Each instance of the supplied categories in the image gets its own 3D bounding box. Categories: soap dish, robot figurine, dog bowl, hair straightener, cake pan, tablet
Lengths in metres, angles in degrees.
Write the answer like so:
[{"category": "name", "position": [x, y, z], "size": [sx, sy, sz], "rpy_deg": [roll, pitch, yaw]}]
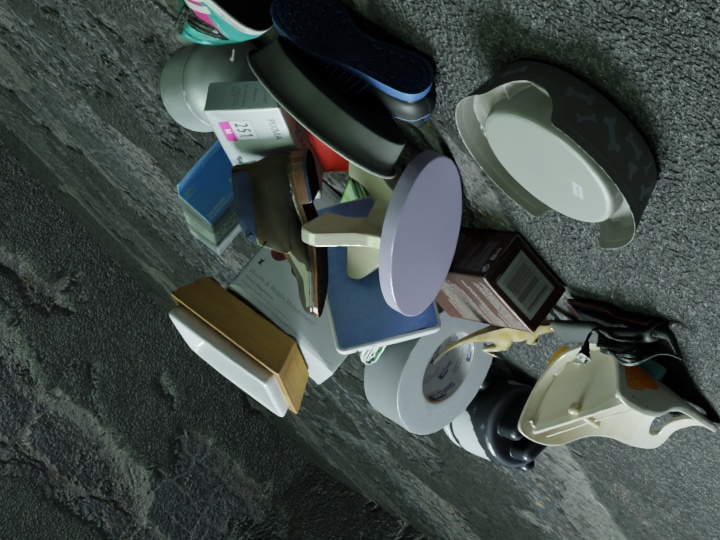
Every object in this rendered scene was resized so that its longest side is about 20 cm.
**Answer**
[{"category": "soap dish", "position": [-0.163, 0.103, 1.894], "size": [0.199, 0.081, 0.158], "rpy_deg": [35, 164, 21]}, {"category": "robot figurine", "position": [-0.177, -0.229, 1.681], "size": [0.171, 0.112, 0.200], "rpy_deg": [60, 160, -15]}, {"category": "dog bowl", "position": [0.181, -0.107, 1.237], "size": [0.199, 0.059, 0.200], "rpy_deg": [38, 166, 11]}, {"category": "hair straightener", "position": [0.278, 0.082, 1.514], "size": [0.041, 0.077, 0.199], "rpy_deg": [50, 163, -29]}, {"category": "robot figurine", "position": [0.201, 0.221, 2.025], "size": [0.124, 0.152, 0.199], "rpy_deg": [2, -174, -30]}, {"category": "cake pan", "position": [-0.030, -0.175, 1.417], "size": [0.200, 0.037, 0.201], "rpy_deg": [37, -164, -13]}, {"category": "tablet", "position": [0.015, -0.001, 1.656], "size": [0.014, 0.129, 0.202], "rpy_deg": [78, 179, -61]}]

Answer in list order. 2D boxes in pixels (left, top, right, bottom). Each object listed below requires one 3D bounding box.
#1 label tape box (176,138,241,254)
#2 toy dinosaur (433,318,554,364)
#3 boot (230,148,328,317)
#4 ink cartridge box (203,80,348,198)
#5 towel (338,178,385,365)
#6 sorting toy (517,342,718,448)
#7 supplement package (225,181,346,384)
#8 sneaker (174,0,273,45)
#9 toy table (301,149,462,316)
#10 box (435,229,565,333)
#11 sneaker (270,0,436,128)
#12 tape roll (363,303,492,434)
[{"category": "label tape box", "position": [-0.189, -0.122, 1.968], "size": [0.066, 0.144, 0.200], "rpy_deg": [38, 166, 8]}, {"category": "toy dinosaur", "position": [0.177, 0.075, 1.672], "size": [0.101, 0.197, 0.059], "rpy_deg": [129, 133, -83]}, {"category": "boot", "position": [-0.093, -0.041, 1.608], "size": [0.075, 0.096, 0.203], "rpy_deg": [-56, -39, -73]}, {"category": "ink cartridge box", "position": [-0.072, -0.151, 1.608], "size": [0.171, 0.044, 0.200], "rpy_deg": [0, 152, 14]}, {"category": "towel", "position": [0.000, 0.000, 1.763], "size": [0.150, 0.030, 0.201], "rpy_deg": [-57, 47, 42]}, {"category": "sorting toy", "position": [0.320, 0.161, 1.615], "size": [0.179, 0.108, 0.200], "rpy_deg": [28, 152, -19]}, {"category": "supplement package", "position": [-0.060, 0.018, 1.945], "size": [0.191, 0.201, 0.147], "rpy_deg": [40, 165, -2]}, {"category": "sneaker", "position": [-0.188, -0.323, 1.510], "size": [0.200, 0.084, 0.121], "rpy_deg": [42, 156, -12]}, {"category": "toy table", "position": [0.034, -0.058, 1.563], "size": [0.116, 0.183, 0.202], "rpy_deg": [26, 118, 33]}, {"category": "box", "position": [0.147, 0.009, 1.646], "size": [0.100, 0.075, 0.199], "rpy_deg": [46, 163, -22]}, {"category": "sneaker", "position": [-0.009, -0.211, 1.392], "size": [0.199, 0.070, 0.078], "rpy_deg": [35, 160, 20]}, {"category": "tape roll", "position": [0.096, 0.117, 1.835], "size": [0.066, 0.201, 0.201], "rpy_deg": [27, 161, 36]}]
